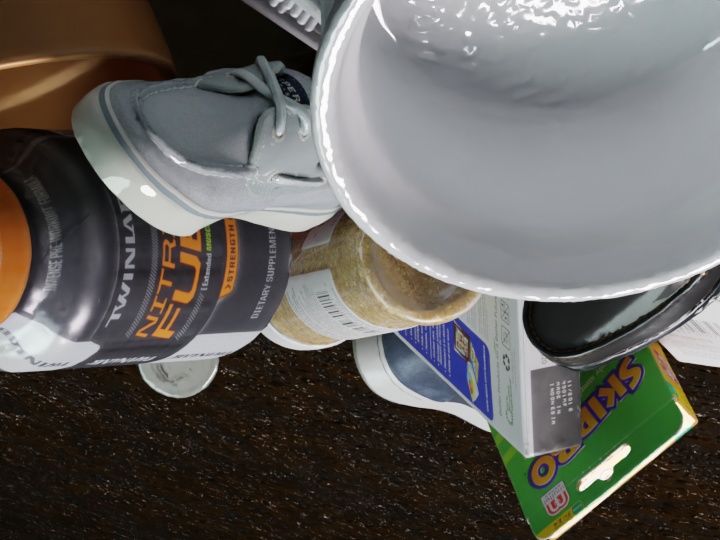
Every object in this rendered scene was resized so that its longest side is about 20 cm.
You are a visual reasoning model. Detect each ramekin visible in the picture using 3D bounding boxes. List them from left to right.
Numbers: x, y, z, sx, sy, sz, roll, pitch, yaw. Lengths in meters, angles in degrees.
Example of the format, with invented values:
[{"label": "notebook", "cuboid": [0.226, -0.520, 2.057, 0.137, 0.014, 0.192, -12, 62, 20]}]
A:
[{"label": "ramekin", "cuboid": [0.078, -0.092, 0.990, 0.199, 0.098, 0.201, -3, 133, -3]}]

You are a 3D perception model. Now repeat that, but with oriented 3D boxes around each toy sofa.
[{"label": "toy sofa", "cuboid": [-0.102, -0.101, 1.340, 0.199, 0.083, 0.098, 18, 162, 8]}]

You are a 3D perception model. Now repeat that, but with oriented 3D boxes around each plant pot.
[{"label": "plant pot", "cuboid": [-0.194, -0.120, 1.198, 0.199, 0.141, 0.200, -17, 170, -3]}]

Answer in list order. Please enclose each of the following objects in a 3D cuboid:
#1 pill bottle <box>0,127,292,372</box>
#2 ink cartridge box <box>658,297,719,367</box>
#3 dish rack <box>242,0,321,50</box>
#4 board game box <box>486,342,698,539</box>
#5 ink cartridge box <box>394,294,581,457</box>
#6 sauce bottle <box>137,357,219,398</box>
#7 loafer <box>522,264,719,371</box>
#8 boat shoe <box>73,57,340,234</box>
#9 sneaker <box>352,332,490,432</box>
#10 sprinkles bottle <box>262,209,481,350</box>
[{"label": "pill bottle", "cuboid": [-0.125, -0.009, 1.208, 0.106, 0.107, 0.200, 9, -174, 32]}, {"label": "ink cartridge box", "cuboid": [0.180, -0.022, 1.260, 0.146, 0.083, 0.200, 8, 160, 35]}, {"label": "dish rack", "cuboid": [-0.065, -0.152, 1.099, 0.171, 0.044, 0.200, 34, 178, 12]}, {"label": "board game box", "cuboid": [0.104, 0.051, 1.371, 0.030, 0.095, 0.200, 41, -163, -30]}, {"label": "ink cartridge box", "cuboid": [0.052, 0.009, 1.338, 0.037, 0.095, 0.200, -12, -157, -20]}, {"label": "sauce bottle", "cuboid": [-0.095, 0.008, 1.414, 0.066, 0.066, 0.200, 23, -160, -10]}, {"label": "loafer", "cuboid": [0.133, -0.033, 1.115, 0.073, 0.200, 0.072, 50, -158, 17]}, {"label": "boat shoe", "cuboid": [-0.048, -0.061, 1.165, 0.070, 0.071, 0.201, 59, -158, 15]}, {"label": "sneaker", "cuboid": [0.112, 0.041, 1.557, 0.146, 0.077, 0.202, -18, 166, 34]}, {"label": "sprinkles bottle", "cuboid": [0.000, 0.000, 1.328, 0.068, 0.069, 0.200, 24, 168, -15]}]
